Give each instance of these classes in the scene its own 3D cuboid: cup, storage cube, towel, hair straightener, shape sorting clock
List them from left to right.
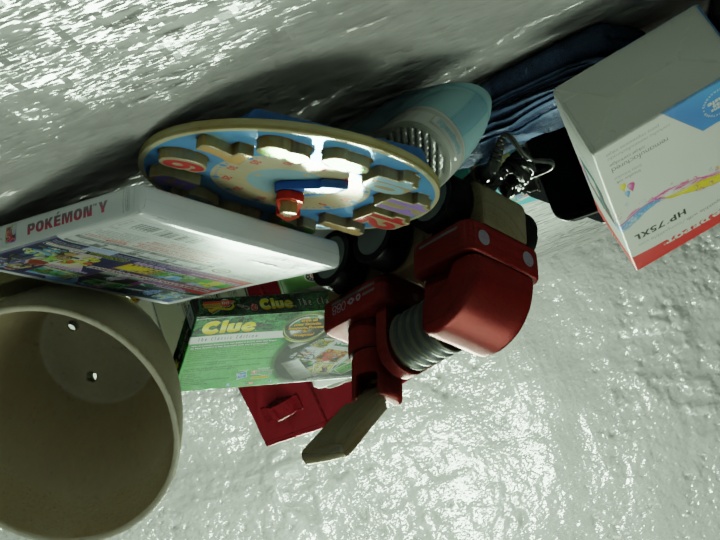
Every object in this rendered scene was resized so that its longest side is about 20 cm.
[{"bbox_3d":[-0.226,0.091,1.013,0.198,0.203,0.144,-20,-160,12],"label":"cup"},{"bbox_3d":[-0.046,-0.056,0.833,0.196,0.040,0.200,2,168,0],"label":"shape sorting clock"},{"bbox_3d":[-0.042,0.063,1.394,0.198,0.182,0.171,-27,179,-30],"label":"storage cube"},{"bbox_3d":[0.107,-0.075,1.009,0.076,0.042,0.200,-17,169,-9],"label":"hair straightener"},{"bbox_3d":[0.128,-0.125,0.984,0.198,0.049,0.111,-24,173,36],"label":"towel"}]

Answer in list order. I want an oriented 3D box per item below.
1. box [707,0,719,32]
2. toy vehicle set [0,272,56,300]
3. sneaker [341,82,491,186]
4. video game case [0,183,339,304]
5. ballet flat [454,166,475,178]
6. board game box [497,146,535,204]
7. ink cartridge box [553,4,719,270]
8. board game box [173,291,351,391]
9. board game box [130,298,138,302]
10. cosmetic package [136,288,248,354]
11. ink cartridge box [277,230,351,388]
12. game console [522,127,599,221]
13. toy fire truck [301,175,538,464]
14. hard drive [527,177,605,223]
[{"bbox_3d":[0.326,-0.149,0.900,0.123,0.151,0.200,-18,174,11],"label":"box"},{"bbox_3d":[-0.212,-0.013,1.022,0.197,0.027,0.124,-18,174,-15],"label":"toy vehicle set"},{"bbox_3d":[0.024,-0.085,0.924,0.082,0.075,0.199,-41,-161,-32],"label":"sneaker"},{"bbox_3d":[-0.144,-0.013,0.900,0.180,0.023,0.199,-12,164,36],"label":"video game case"},{"bbox_3d":[0.018,-0.056,1.188,0.197,0.069,0.067,-18,-179,9],"label":"ballet flat"},{"bbox_3d":[0.153,-0.098,1.307,0.198,0.048,0.151,-15,173,-29],"label":"board game box"},{"bbox_3d":[0.222,-0.079,0.921,0.115,0.068,0.200,-30,144,6],"label":"ink cartridge box"},{"bbox_3d":[-0.056,0.058,1.069,0.197,0.024,0.105,-2,143,-25],"label":"board game box"},{"bbox_3d":[-0.193,0.003,1.231,0.198,0.026,0.199,-22,174,28],"label":"board game box"},{"bbox_3d":[-0.189,0.063,1.320,0.102,0.074,0.200,-16,172,-26],"label":"cosmetic package"},{"bbox_3d":[0.000,0.000,1.116,0.144,0.085,0.201,-18,144,-4],"label":"ink cartridge box"},{"bbox_3d":[0.244,-0.115,1.107,0.197,0.118,0.176,-19,173,6],"label":"game console"},{"bbox_3d":[0.035,0.048,0.933,0.128,0.203,0.175,23,144,-35],"label":"toy fire truck"},{"bbox_3d":[0.259,-0.113,1.156,0.198,0.033,0.139,-29,-157,-16],"label":"hard drive"}]
